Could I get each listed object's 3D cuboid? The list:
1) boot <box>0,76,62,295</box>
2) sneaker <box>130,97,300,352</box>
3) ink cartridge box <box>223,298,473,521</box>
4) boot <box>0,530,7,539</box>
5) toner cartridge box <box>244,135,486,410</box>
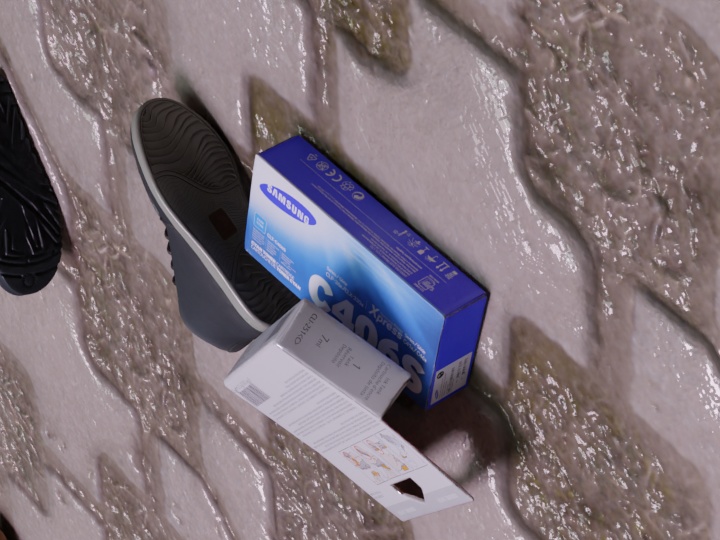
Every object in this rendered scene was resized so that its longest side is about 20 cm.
[{"bbox_3d":[-0.347,-0.069,1.948,0.168,0.076,0.201,-12,96,52],"label":"boot"},{"bbox_3d":[-0.130,-0.028,1.692,0.200,0.075,0.106,60,146,2],"label":"sneaker"},{"bbox_3d":[-0.003,0.104,1.594,0.176,0.045,0.200,37,163,-5],"label":"ink cartridge box"},{"bbox_3d":[-0.434,0.270,2.317,0.200,0.077,0.155,42,146,16],"label":"boot"},{"bbox_3d":[0.000,0.000,1.566,0.200,0.043,0.095,41,140,29],"label":"toner cartridge box"}]
